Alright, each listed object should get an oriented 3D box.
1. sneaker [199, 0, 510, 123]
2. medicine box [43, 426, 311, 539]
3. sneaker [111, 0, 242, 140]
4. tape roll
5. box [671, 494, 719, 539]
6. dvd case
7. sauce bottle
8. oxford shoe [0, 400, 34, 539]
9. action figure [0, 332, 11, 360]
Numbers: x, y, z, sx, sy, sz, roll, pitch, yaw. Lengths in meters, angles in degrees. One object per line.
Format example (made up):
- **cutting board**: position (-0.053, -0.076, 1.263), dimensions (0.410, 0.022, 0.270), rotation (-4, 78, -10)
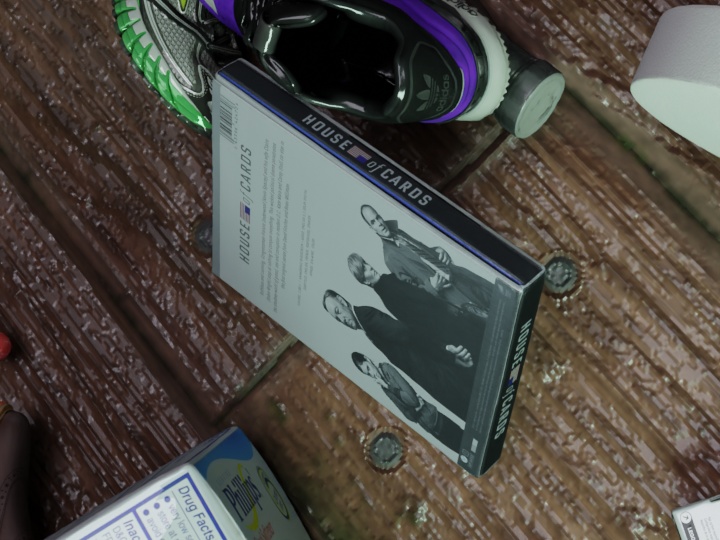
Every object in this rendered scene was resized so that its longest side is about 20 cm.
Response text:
- **sneaker**: position (-0.028, -0.129, 0.804), dimensions (0.199, 0.099, 0.070), rotation (28, 120, 29)
- **medicine box**: position (-0.126, 0.175, 0.780), dimensions (0.199, 0.182, 0.104), rotation (-31, 89, 2)
- **sneaker**: position (-0.097, -0.164, 0.913), dimensions (0.084, 0.078, 0.202), rotation (-24, 72, 16)
- **tape roll**: position (0.216, -0.057, 0.699), dimensions (0.201, 0.202, 0.037), rotation (24, 90, 24)
- **box**: position (0.229, 0.191, 0.740), dimensions (0.109, 0.035, 0.202), rotation (-22, 73, 18)
- **dvd case**: position (0.000, 0.000, 0.818), dimensions (0.199, 0.151, 0.025), rotation (37, 55, 24)
- **sauce bottle**: position (0.023, -0.142, 0.868), dimensions (0.200, 0.066, 0.066), rotation (41, 97, 21)
- **oxford shoe**: position (-0.195, 0.177, 0.910), dimensions (0.072, 0.071, 0.203), rotation (3, 86, 3)
- **action figure**: position (-0.306, 0.027, 0.959), dimensions (0.198, 0.099, 0.066), rotation (10, 86, 21)
